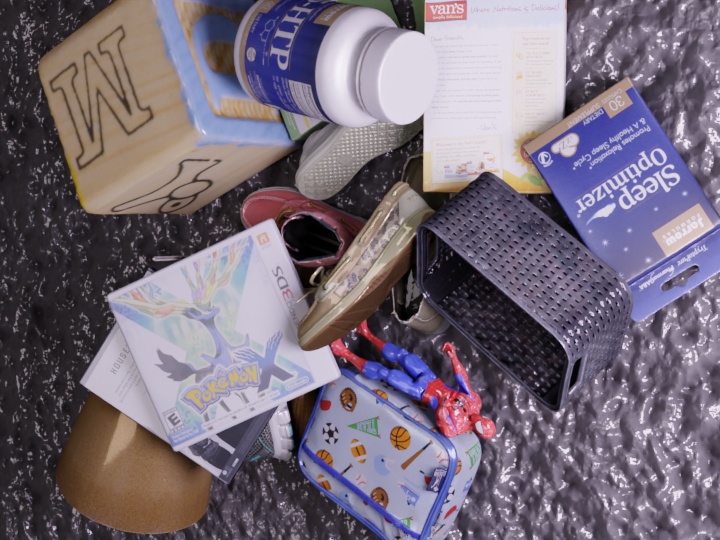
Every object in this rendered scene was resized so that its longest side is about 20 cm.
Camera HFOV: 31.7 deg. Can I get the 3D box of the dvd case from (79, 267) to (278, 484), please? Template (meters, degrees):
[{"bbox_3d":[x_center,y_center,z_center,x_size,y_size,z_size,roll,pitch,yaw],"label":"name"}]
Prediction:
[{"bbox_3d":[-0.185,0.114,1.375,0.199,0.025,0.151,33,94,3],"label":"dvd case"}]

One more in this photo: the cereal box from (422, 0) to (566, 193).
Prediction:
[{"bbox_3d":[0.135,-0.179,1.270,0.142,0.039,0.203,2,93,14],"label":"cereal box"}]

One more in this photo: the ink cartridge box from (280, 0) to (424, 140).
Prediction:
[{"bbox_3d":[-0.019,-0.252,1.392,0.199,0.048,0.147,-30,75,34],"label":"ink cartridge box"}]

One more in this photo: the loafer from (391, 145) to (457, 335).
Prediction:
[{"bbox_3d":[0.068,-0.031,1.329,0.074,0.069,0.203,2,94,34],"label":"loafer"}]

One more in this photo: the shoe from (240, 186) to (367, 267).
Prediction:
[{"bbox_3d":[-0.073,-0.050,1.408,0.198,0.091,0.072,19,98,32],"label":"shoe"}]

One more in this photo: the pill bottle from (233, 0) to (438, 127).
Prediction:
[{"bbox_3d":[-0.023,-0.210,1.283,0.199,0.119,0.121,19,103,40],"label":"pill bottle"}]

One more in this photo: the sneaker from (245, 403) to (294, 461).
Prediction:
[{"bbox_3d":[-0.132,0.131,1.426,0.090,0.078,0.203,-12,106,-8],"label":"sneaker"}]

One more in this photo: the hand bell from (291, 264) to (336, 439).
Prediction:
[{"bbox_3d":[-0.061,0.097,1.430,0.103,0.104,0.203,13,112,33],"label":"hand bell"}]

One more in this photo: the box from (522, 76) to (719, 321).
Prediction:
[{"bbox_3d":[0.256,-0.067,1.197,0.120,0.032,0.201,-33,76,10],"label":"box"}]

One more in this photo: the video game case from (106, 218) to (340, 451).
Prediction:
[{"bbox_3d":[-0.146,0.069,1.347,0.198,0.022,0.184,-24,91,5],"label":"video game case"}]

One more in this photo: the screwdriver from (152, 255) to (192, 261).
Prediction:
[{"bbox_3d":[-0.168,-0.015,1.412,0.029,0.199,0.028,-3,90,37],"label":"screwdriver"}]

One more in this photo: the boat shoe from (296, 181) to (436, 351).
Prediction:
[{"bbox_3d":[0.000,0.000,1.294,0.200,0.073,0.063,-46,71,12],"label":"boat shoe"}]

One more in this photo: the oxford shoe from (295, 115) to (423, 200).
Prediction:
[{"bbox_3d":[0.003,-0.153,1.374,0.199,0.075,0.058,-37,37,28],"label":"oxford shoe"}]

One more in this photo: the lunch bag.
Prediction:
[{"bbox_3d":[0.029,0.206,1.367,0.199,0.075,0.162,35,113,29],"label":"lunch bag"}]

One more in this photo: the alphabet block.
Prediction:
[{"bbox_3d":[-0.215,-0.191,1.443,0.199,0.194,0.199,-27,76,31],"label":"alphabet block"}]

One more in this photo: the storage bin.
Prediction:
[{"bbox_3d":[0.154,0.019,1.220,0.200,0.093,0.136,43,158,25],"label":"storage bin"}]

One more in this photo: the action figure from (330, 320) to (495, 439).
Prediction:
[{"bbox_3d":[0.058,0.100,1.292,0.199,0.065,0.100,34,151,24],"label":"action figure"}]

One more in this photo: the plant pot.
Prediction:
[{"bbox_3d":[-0.242,0.167,1.472,0.185,0.185,0.202,30,114,29],"label":"plant pot"}]
